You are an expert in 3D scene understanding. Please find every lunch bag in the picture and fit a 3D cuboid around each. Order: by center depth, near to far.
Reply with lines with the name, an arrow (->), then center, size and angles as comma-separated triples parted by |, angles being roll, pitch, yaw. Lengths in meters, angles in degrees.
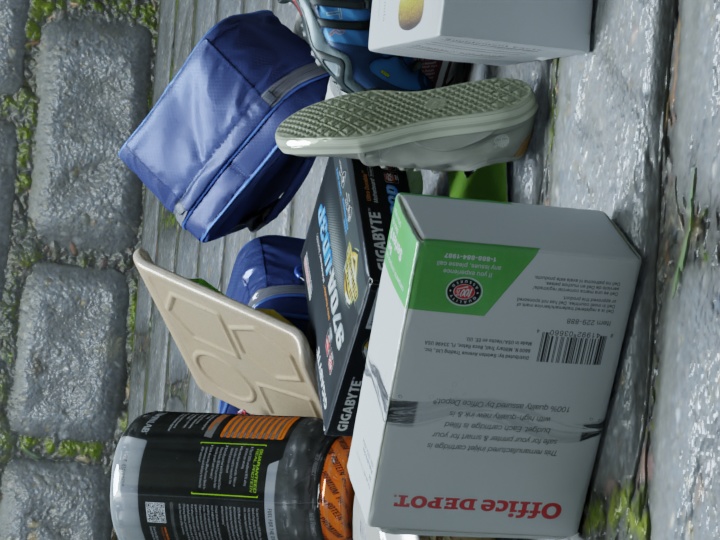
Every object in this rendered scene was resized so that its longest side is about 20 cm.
lunch bag -> -0.106, -0.115, 1.783 | 0.200, 0.132, 0.136 | -51, -11, 26
lunch bag -> -0.054, 0.072, 1.823 | 0.133, 0.135, 0.200 | -100, 22, -47

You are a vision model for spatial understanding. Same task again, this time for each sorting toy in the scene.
sorting toy -> -0.089, 0.071, 1.670 | 0.036, 0.200, 0.185 | -48, -35, -21

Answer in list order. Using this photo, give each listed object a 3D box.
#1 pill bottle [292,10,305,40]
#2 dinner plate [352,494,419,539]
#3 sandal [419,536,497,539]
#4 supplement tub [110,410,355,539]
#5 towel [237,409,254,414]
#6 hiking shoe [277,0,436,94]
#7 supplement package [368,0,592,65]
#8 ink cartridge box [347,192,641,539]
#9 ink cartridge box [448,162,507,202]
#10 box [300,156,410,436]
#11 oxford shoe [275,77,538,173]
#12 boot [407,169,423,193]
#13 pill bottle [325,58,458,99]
pill bottle -> 0.005, -0.271, 1.780 | 0.200, 0.116, 0.117 | 108, 161, -46
dinner plate -> 0.018, 0.220, 1.473 | 0.200, 0.024, 0.201 | 176, 90, -80
sandal -> 0.076, 0.201, 1.450 | 0.070, 0.077, 0.213 | 25, 116, 54
supplement tub -> -0.088, 0.176, 1.606 | 0.122, 0.199, 0.123 | 1, -90, -67
towel -> -0.087, 0.237, 1.731 | 0.145, 0.022, 0.201 | 92, 173, -62
hiking shoe -> -0.003, -0.204, 1.547 | 0.087, 0.200, 0.074 | -36, 10, 33
supplement package -> 0.085, -0.210, 1.436 | 0.200, 0.109, 0.114 | -169, 83, -76
ink cartridge box -> 0.080, 0.063, 1.280 | 0.084, 0.145, 0.201 | -115, 33, -63
ink cartridge box -> 0.058, -0.022, 1.551 | 0.148, 0.075, 0.201 | 133, 139, -69
box -> 0.000, 0.000, 1.526 | 0.200, 0.046, 0.159 | -99, 19, -46
oxford shoe -> 0.034, -0.097, 1.474 | 0.075, 0.199, 0.058 | -75, -25, -51
boot -> -0.002, -0.043, 1.660 | 0.073, 0.096, 0.200 | 34, 157, 27
pill bottle -> 0.033, -0.201, 1.648 | 0.110, 0.109, 0.200 | -100, 21, -47
